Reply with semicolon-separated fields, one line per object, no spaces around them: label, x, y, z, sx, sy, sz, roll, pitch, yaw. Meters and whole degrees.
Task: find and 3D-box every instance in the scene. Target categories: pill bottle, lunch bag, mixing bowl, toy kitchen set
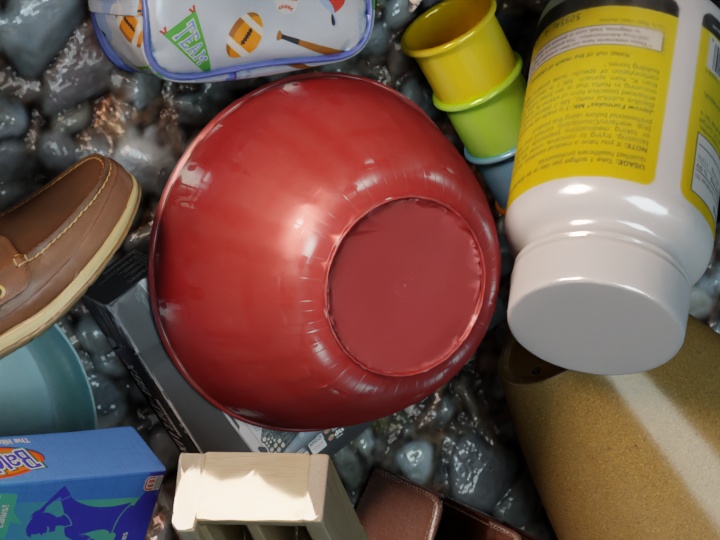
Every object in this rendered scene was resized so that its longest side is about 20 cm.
pill bottle;0.140;-0.052;1.458;0.114;0.114;0.200;32;53;-30
lunch bag;-0.068;-0.195;1.422;0.160;0.076;0.200;-11;104;-29
mixing bowl;0.000;0.000;1.420;0.200;0.108;0.201;-6;103;-28
toy kitchen set;-0.088;0.221;1.403;0.181;0.163;0.200;70;22;-61

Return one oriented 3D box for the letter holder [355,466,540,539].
letter holder;0.038;0.235;1.524;0.100;0.142;0.200;26;87;-30

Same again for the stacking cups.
stacking cups;0.095;-0.066;1.547;0.060;0.060;0.200;-41;119;-16

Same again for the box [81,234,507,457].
box;-0.035;0.018;1.494;0.200;0.050;0.158;-38;115;-17

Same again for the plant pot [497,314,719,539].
plant pot;0.173;0.103;1.551;0.186;0.186;0.200;-45;115;-14

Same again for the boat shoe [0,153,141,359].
boat shoe;-0.197;0.007;1.361;0.200;0.072;0.068;-43;118;-12

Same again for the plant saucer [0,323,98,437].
plant saucer;-0.236;0.096;1.414;0.200;0.027;0.201;-6;103;-28

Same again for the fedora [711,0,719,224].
fedora;0.228;-0.117;1.586;0.200;0.092;0.201;-6;102;-27

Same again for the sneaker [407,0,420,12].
sneaker;0.061;-0.195;1.385;0.199;0.080;0.130;5;111;-1

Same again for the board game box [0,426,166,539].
board game box;-0.211;0.159;1.373;0.200;0.045;0.152;-2;123;-36
